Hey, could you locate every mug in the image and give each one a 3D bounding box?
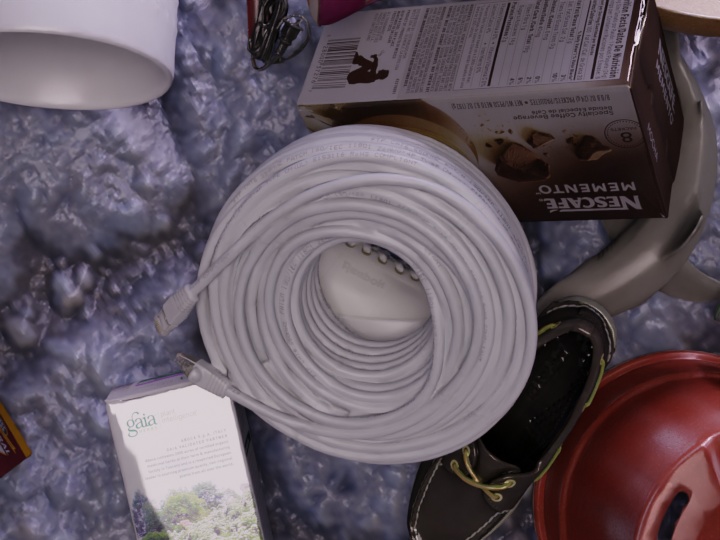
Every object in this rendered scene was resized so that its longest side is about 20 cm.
[{"bbox_3d":[-0.204,-0.205,0.825,0.197,0.147,0.178,5,79,-21],"label":"mug"}]

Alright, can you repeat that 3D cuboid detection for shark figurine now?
[{"bbox_3d":[0.197,-0.055,0.874,0.126,0.090,0.217,14,94,-2],"label":"shark figurine"}]

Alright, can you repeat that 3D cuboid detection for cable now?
[{"bbox_3d":[0.005,0.018,0.802,0.199,0.069,0.201,36,117,-3],"label":"cable"}]

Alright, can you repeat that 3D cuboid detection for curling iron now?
[{"bbox_3d":[-0.056,-0.229,0.892,0.049,0.025,0.203,-2,89,37],"label":"curling iron"}]

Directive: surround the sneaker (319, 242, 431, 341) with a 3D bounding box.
[{"bbox_3d":[0.000,0.000,0.880,0.197,0.073,0.086,6,95,1],"label":"sneaker"}]

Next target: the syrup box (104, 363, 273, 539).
[{"bbox_3d":[-0.098,0.165,0.883,0.078,0.081,0.203,-13,92,-1],"label":"syrup box"}]

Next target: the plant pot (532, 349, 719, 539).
[{"bbox_3d":[0.214,0.155,0.824,0.198,0.195,0.204,0,91,-1],"label":"plant pot"}]

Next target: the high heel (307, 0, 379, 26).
[{"bbox_3d":[0.016,-0.184,0.812,0.095,0.200,0.068,-9,99,6],"label":"high heel"}]

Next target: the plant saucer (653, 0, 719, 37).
[{"bbox_3d":[0.202,-0.200,0.845,0.197,0.202,0.036,6,137,-1],"label":"plant saucer"}]

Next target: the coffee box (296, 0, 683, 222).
[{"bbox_3d":[0.079,-0.092,0.814,0.197,0.113,0.081,0,53,24],"label":"coffee box"}]

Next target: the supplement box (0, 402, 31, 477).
[{"bbox_3d":[-0.330,0.123,0.823,0.199,0.197,0.134,-33,92,0],"label":"supplement box"}]

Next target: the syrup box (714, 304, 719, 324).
[{"bbox_3d":[0.301,-0.039,0.846,0.078,0.081,0.202,25,94,0],"label":"syrup box"}]

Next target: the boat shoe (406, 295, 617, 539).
[{"bbox_3d":[0.087,0.105,0.875,0.071,0.061,0.202,35,105,7],"label":"boat shoe"}]
